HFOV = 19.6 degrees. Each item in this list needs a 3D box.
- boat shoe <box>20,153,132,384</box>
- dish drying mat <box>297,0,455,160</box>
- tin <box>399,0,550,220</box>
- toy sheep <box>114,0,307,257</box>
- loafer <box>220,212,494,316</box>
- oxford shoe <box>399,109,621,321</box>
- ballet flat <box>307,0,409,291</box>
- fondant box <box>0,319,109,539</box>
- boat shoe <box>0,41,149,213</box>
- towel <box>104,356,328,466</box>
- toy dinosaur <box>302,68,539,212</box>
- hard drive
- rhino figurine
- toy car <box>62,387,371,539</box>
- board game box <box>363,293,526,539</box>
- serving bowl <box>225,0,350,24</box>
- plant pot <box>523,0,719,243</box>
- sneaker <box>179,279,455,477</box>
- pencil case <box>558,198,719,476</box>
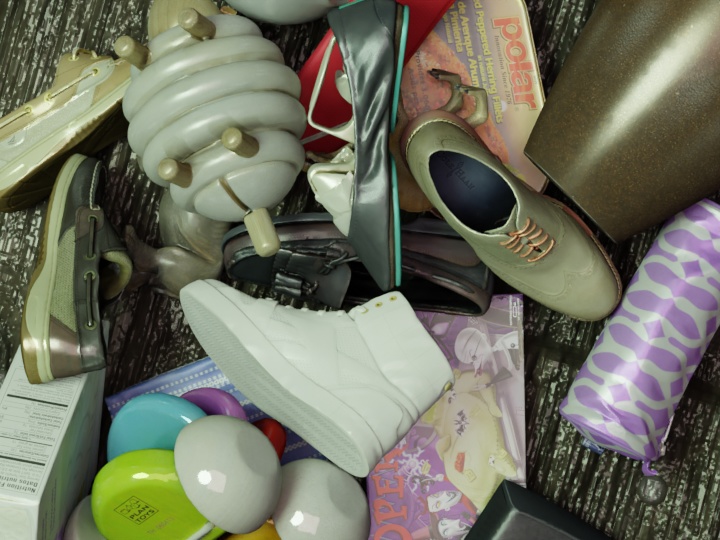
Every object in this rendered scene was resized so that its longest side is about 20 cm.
[{"bbox_3d":[-0.189,0.000,1.438,0.064,0.074,0.201,3,48,2],"label":"boat shoe"},{"bbox_3d":[0.003,-0.152,1.465,0.200,0.076,0.018,-51,45,28],"label":"dish drying mat"},{"bbox_3d":[0.078,-0.130,1.517,0.111,0.042,0.202,-11,90,6],"label":"tin"},{"bbox_3d":[-0.098,-0.102,1.416,0.137,0.138,0.202,-17,77,2],"label":"toy sheep"},{"bbox_3d":[0.000,0.000,1.482,0.198,0.072,0.064,0,62,-6],"label":"loafer"},{"bbox_3d":[0.105,-0.025,1.438,0.200,0.074,0.071,38,103,-15],"label":"oxford shoe"},{"bbox_3d":[-0.003,-0.086,1.415,0.072,0.073,0.202,2,101,2],"label":"ballet flat"},{"bbox_3d":[-0.225,0.143,1.424,0.058,0.201,0.145,11,125,2],"label":"fondant box"},{"bbox_3d":[-0.199,-0.125,1.509,0.199,0.074,0.067,-36,76,-4],"label":"boat shoe"},{"bbox_3d":[-0.091,0.162,1.528,0.144,0.024,0.202,-20,89,1],"label":"towel"},{"bbox_3d":[0.058,-0.087,1.483,0.198,0.058,0.102,10,107,-7],"label":"toy dinosaur"},{"bbox_3d":[0.153,0.256,1.493,0.199,0.042,0.135,34,91,-10],"label":"hard drive"},{"bbox_3d":[-0.116,-0.072,1.510,0.087,0.060,0.202,20,90,-19],"label":"rhino figurine"},{"bbox_3d":[-0.100,0.154,1.443,0.199,0.151,0.175,28,129,-35],"label":"toy car"},{"bbox_3d":[0.063,0.118,1.522,0.119,0.032,0.202,-2,90,6],"label":"board game box"},{"bbox_3d":[-0.008,-0.236,1.435,0.200,0.200,0.066,-39,76,1],"label":"serving bowl"},{"bbox_3d":[0.213,-0.123,1.443,0.187,0.187,0.200,45,94,2],"label":"plant pot"},{"bbox_3d":[-0.026,0.049,1.450,0.115,0.074,0.200,-39,60,-24],"label":"sneaker"},{"bbox_3d":[0.219,0.045,1.486,0.085,0.084,0.201,29,90,6],"label":"pencil case"}]
